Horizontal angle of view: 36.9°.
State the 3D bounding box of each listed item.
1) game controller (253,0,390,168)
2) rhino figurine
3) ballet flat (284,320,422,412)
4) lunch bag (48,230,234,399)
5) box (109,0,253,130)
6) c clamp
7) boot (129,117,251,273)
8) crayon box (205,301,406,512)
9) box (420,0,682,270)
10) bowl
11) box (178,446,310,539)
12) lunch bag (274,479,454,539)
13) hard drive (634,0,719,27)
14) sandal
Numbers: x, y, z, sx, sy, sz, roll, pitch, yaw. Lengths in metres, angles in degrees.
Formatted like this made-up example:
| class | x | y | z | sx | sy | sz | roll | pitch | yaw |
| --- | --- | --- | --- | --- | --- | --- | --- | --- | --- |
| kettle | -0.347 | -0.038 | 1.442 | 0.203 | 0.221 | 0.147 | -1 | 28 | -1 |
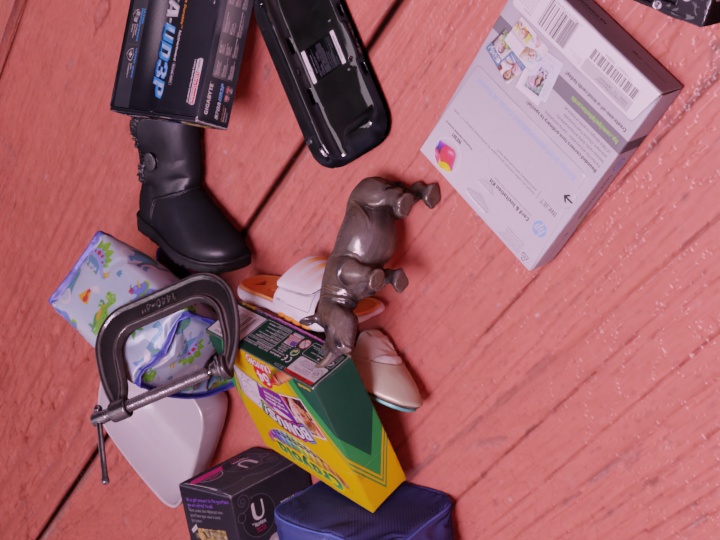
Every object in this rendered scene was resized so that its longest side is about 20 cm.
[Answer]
| class | x | y | z | sx | sy | sz | roll | pitch | yaw |
| --- | --- | --- | --- | --- | --- | --- | --- | --- | --- |
| game controller | -0.039 | -0.206 | 1.068 | 0.103 | 0.042 | 0.203 | -24 | 87 | 32 |
| rhino figurine | 0.000 | 0.000 | 1.024 | 0.087 | 0.059 | 0.203 | 15 | 79 | 46 |
| ballet flat | -0.010 | 0.083 | 1.121 | 0.198 | 0.069 | 0.071 | 22 | 119 | 39 |
| lunch bag | -0.228 | 0.060 | 1.250 | 0.169 | 0.200 | 0.128 | 39 | 90 | 26 |
| box | -0.185 | -0.256 | 1.134 | 0.157 | 0.046 | 0.204 | 14 | 92 | 42 |
| c clamp | -0.201 | 0.100 | 1.110 | 0.198 | 0.027 | 0.173 | -28 | 64 | 13 |
| boot | -0.199 | -0.104 | 1.228 | 0.199 | 0.076 | 0.171 | 29 | 127 | 42 |
| crayon box | -0.059 | 0.139 | 1.125 | 0.199 | 0.058 | 0.174 | 21 | 141 | 49 |
| box | 0.150 | -0.124 | 0.899 | 0.156 | 0.041 | 0.201 | 49 | 132 | 21 |
| bowl | -0.247 | 0.173 | 1.379 | 0.200 | 0.074 | 0.202 | 42 | 130 | 25 |
| box | -0.121 | 0.329 | 1.274 | 0.105 | 0.121 | 0.204 | 1 | 105 | 45 |
| lunch bag | 0.003 | 0.305 | 1.131 | 0.198 | 0.135 | 0.135 | 6 | 108 | 43 |
| hard drive | 0.198 | -0.282 | 0.797 | 0.199 | 0.038 | 0.142 | 32 | 125 | 32 |
| sandal | -0.064 | 0.014 | 1.135 | 0.205 | 0.079 | 0.060 | 13 | 116 | 44 |
